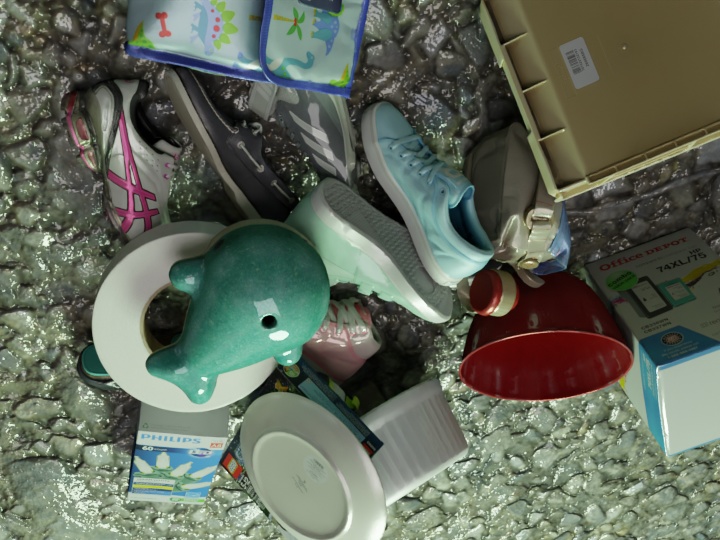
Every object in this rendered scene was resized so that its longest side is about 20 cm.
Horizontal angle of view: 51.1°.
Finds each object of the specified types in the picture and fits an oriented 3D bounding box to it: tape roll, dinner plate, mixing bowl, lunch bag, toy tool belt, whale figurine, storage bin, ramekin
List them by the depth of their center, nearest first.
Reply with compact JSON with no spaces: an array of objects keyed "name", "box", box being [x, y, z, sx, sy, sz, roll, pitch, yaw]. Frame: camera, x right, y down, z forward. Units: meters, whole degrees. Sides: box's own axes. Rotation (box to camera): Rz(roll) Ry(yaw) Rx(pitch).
[{"name":"lunch bag","box":[-0.085,-0.245,0.624,0.196,0.128,0.173,8,107,-16]},{"name":"storage bin","box":[0.232,-0.192,0.695,0.196,0.094,0.203,-22,88,5]},{"name":"whale figurine","box":[-0.115,0.050,0.706,0.200,0.104,0.159,-45,117,8]},{"name":"tape roll","box":[-0.170,0.050,0.771,0.199,0.037,0.206,-6,115,-13]},{"name":"toy tool belt","box":[0.181,-0.046,0.801,0.121,0.124,0.204,10,78,-27]},{"name":"dinner plate","box":[-0.059,0.225,0.804,0.197,0.024,0.204,15,119,29]},{"name":"mixing bowl","box":[0.211,0.067,0.890,0.196,0.110,0.201,1,150,0]},{"name":"ramekin","box":[0.037,0.225,0.921,0.198,0.099,0.201,-31,165,-9]}]

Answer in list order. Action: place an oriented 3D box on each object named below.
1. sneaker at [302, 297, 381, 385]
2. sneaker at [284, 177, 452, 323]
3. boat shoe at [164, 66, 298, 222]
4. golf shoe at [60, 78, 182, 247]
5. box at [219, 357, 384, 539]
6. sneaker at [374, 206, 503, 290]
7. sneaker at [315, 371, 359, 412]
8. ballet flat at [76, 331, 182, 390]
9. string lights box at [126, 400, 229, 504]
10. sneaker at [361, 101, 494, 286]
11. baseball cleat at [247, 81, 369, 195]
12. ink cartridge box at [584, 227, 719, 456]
[{"name":"sneaker","box":[-0.051,0.054,0.870,0.104,0.076,0.200,-35,130,17]},{"name":"sneaker","box":[0.000,0.000,0.789,0.200,0.074,0.118,39,132,-19]},{"name":"boat shoe","box":[-0.125,-0.124,0.756,0.062,0.073,0.202,-36,126,-11]},{"name":"golf shoe","box":[-0.215,-0.089,0.747,0.090,0.073,0.202,-16,125,1]},{"name":"box","box":[-0.073,0.205,0.845,0.136,0.038,0.201,43,130,13]},{"name":"sneaker","box":[0.073,-0.032,0.843,0.196,0.074,0.081,7,116,-15]},{"name":"sneaker","box":[-0.066,0.192,0.918,0.082,0.073,0.200,29,143,-15]},{"name":"ballet flat","box":[-0.228,0.111,0.885,0.196,0.073,0.074,-1,123,-18]},{"name":"string lights box","box":[-0.224,0.216,0.916,0.101,0.060,0.201,8,141,-15]},{"name":"sneaker","box":[0.076,-0.089,0.758,0.081,0.074,0.202,-26,94,43]},{"name":"baseball cleat","box":[-0.053,-0.145,0.758,0.104,0.070,0.203,-5,120,9]},{"name":"ink cartridge box","box":[0.377,0.078,0.894,0.144,0.201,0.148,-20,123,3]}]
